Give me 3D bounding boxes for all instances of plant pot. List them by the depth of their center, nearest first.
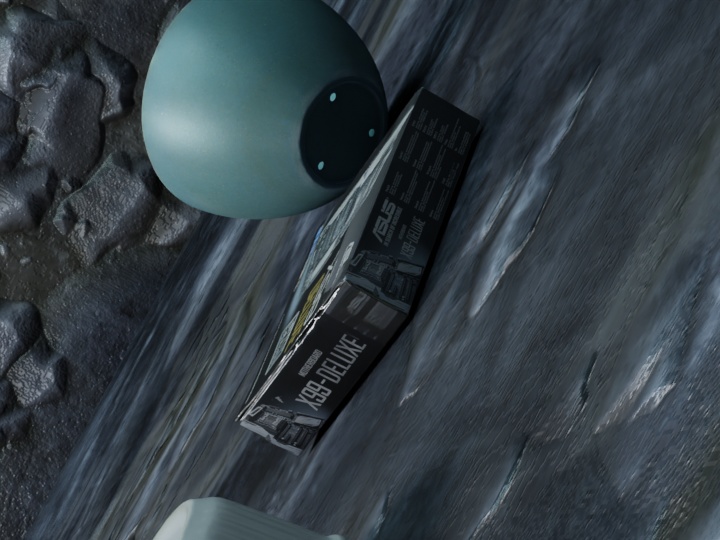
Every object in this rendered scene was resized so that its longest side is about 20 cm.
[{"bbox_3d":[-0.056,-0.126,2.261,0.135,0.200,0.200,23,82,45],"label":"plant pot"}]

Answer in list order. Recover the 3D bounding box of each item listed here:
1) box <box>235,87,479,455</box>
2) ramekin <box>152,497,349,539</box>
[{"bbox_3d":[0.000,0.000,1.812,0.158,0.050,0.200,-53,10,43],"label":"box"},{"bbox_3d":[-0.084,0.207,1.426,0.203,0.094,0.202,-59,7,12],"label":"ramekin"}]
